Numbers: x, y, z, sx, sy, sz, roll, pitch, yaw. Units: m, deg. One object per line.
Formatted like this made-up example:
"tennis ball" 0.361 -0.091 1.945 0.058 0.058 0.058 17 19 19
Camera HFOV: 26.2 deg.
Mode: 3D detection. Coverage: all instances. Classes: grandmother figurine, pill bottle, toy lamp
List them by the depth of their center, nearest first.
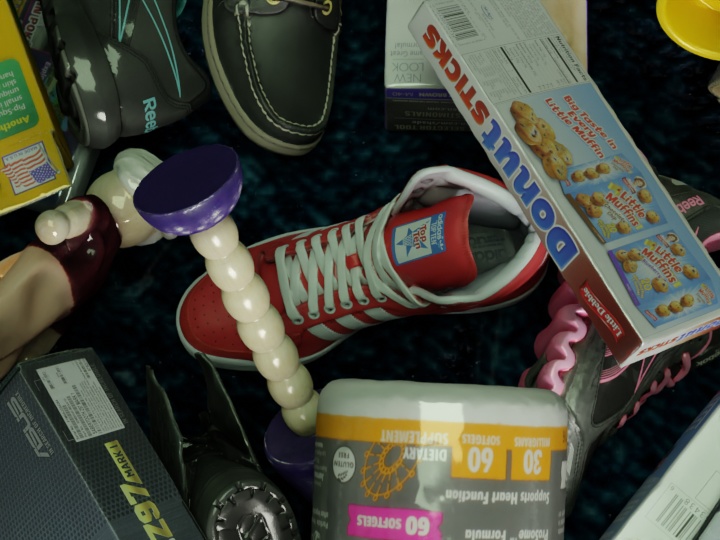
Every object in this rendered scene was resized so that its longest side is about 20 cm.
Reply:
"pill bottle" 0.033 0.151 0.687 0.115 0.116 0.202 2 85 4
"toy lamp" -0.040 0.036 0.727 0.058 0.201 0.058 -15 35 11
"grandmother figurine" -0.158 0.004 0.771 0.061 0.121 0.200 42 51 1

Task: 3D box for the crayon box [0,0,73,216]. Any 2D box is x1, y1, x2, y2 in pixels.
"crayon box" -0.236 -0.098 0.821 0.125 0.052 0.201 -22 71 -4

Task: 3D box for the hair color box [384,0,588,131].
"hair color box" 0.069 -0.179 0.849 0.108 0.065 0.202 1 74 2

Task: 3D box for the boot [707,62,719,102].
"boot" 0.218 -0.167 0.833 0.199 0.072 0.156 28 78 8

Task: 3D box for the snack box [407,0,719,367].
"snack box" 0.101 -0.052 0.742 0.071 0.024 0.201 -16 67 -36

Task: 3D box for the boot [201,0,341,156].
"boot" -0.019 -0.177 0.804 0.073 0.150 0.202 12 65 -28

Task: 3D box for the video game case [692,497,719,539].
"video game case" 0.197 0.173 0.676 0.142 0.019 0.201 35 77 10

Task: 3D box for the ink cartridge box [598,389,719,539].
"ink cartridge box" 0.181 0.153 0.730 0.136 0.076 0.200 39 76 13

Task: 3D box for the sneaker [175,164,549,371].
"sneaker" 0.000 0.000 0.767 0.198 0.113 0.072 -14 81 -1

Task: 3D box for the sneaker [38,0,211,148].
"sneaker" -0.141 -0.162 0.837 0.079 0.075 0.202 -15 77 -17

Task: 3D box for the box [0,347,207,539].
"box" -0.130 0.162 0.711 0.158 0.051 0.201 -45 69 35

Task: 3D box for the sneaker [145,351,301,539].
"sneaker" -0.061 0.147 0.750 0.060 0.104 0.202 -15 107 -22

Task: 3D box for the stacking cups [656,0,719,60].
"stacking cups" 0.199 -0.198 0.768 0.060 0.061 0.201 17 61 8

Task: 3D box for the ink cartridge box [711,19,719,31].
"ink cartridge box" 0.271 -0.061 0.758 0.116 0.067 0.201 -32 100 -7

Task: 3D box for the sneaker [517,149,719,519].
"sneaker" 0.137 0.039 0.777 0.095 0.079 0.202 22 76 -2

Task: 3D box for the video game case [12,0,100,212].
"video game case" -0.212 -0.144 0.874 0.181 0.023 0.202 16 73 8
